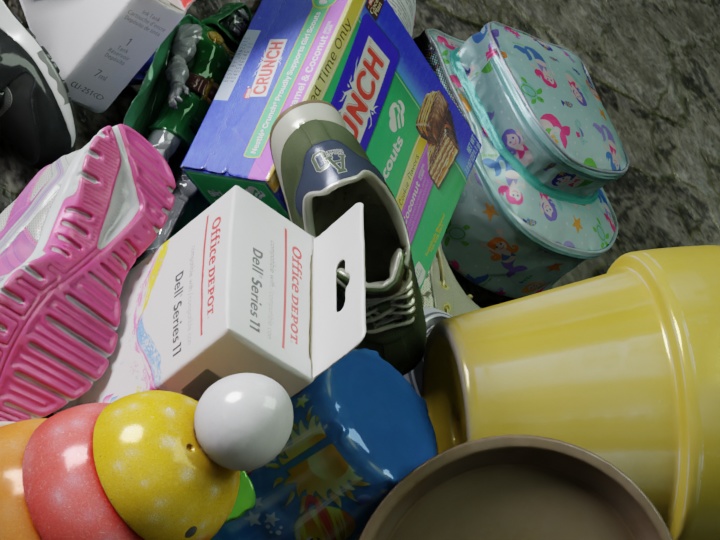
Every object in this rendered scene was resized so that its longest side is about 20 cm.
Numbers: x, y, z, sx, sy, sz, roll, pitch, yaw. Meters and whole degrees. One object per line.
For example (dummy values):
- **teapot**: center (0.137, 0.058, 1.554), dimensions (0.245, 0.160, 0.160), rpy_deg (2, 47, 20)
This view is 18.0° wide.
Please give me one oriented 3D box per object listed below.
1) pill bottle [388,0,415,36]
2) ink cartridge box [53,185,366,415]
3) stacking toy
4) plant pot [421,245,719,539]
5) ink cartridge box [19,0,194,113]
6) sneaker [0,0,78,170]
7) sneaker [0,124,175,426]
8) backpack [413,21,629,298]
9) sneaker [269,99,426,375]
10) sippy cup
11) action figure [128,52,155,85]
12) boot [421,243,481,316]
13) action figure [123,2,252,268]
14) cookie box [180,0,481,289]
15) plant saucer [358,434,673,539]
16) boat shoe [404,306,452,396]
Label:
- **pill bottle**: center (-0.017, -0.177, 1.688), dimensions (0.113, 0.113, 0.200), rpy_deg (39, 34, -24)
- **ink cartridge box**: center (-0.087, 0.035, 1.295), dimensions (0.067, 0.200, 0.117), rpy_deg (33, 36, -30)
- **stacking toy**: center (-0.114, 0.110, 1.181), dimensions (0.146, 0.200, 0.146), rpy_deg (33, 39, -32)
- **plant pot**: center (0.142, 0.090, 1.416), dimensions (0.189, 0.201, 0.201), rpy_deg (-4, 54, -11)
- **ink cartridge box**: center (-0.151, -0.227, 1.458), dimensions (0.045, 0.176, 0.200), rpy_deg (25, 28, -40)
- **sneaker**: center (-0.256, -0.135, 1.388), dimensions (0.088, 0.076, 0.200), rpy_deg (-37, 99, -30)
- **sneaker**: center (-0.182, 0.010, 1.315), dimensions (0.081, 0.088, 0.200), rpy_deg (45, 54, -25)
- **backpack**: center (0.114, -0.083, 1.751), dimensions (0.177, 0.151, 0.200), rpy_deg (13, 54, -49)
- **sneaker**: center (0.000, 0.000, 1.376), dimensions (0.090, 0.067, 0.200), rpy_deg (-122, -170, -57)
- **sippy cup**: center (-0.029, 0.116, 1.363), dimensions (0.140, 0.130, 0.178), rpy_deg (41, 33, -19)
- **action figure**: center (-0.098, -0.134, 1.559), dimensions (0.200, 0.065, 0.099), rpy_deg (42, 66, -21)
- **boot**: center (0.061, 0.024, 1.633), dimensions (0.155, 0.072, 0.200), rpy_deg (27, 47, -36)
- **action figure**: center (-0.112, -0.094, 1.472), dimensions (0.118, 0.055, 0.200), rpy_deg (43, 54, -38)
- **cookie box**: center (-0.014, -0.075, 1.500), dimensions (0.200, 0.075, 0.171), rpy_deg (52, 54, -47)
- **plant saucer**: center (0.088, 0.194, 1.314), dimensions (0.200, 0.200, 0.029), rpy_deg (52, -7, -2)
- **boat shoe**: center (0.090, 0.107, 1.542), dimensions (0.070, 0.066, 0.200), rpy_deg (-43, 120, -28)
